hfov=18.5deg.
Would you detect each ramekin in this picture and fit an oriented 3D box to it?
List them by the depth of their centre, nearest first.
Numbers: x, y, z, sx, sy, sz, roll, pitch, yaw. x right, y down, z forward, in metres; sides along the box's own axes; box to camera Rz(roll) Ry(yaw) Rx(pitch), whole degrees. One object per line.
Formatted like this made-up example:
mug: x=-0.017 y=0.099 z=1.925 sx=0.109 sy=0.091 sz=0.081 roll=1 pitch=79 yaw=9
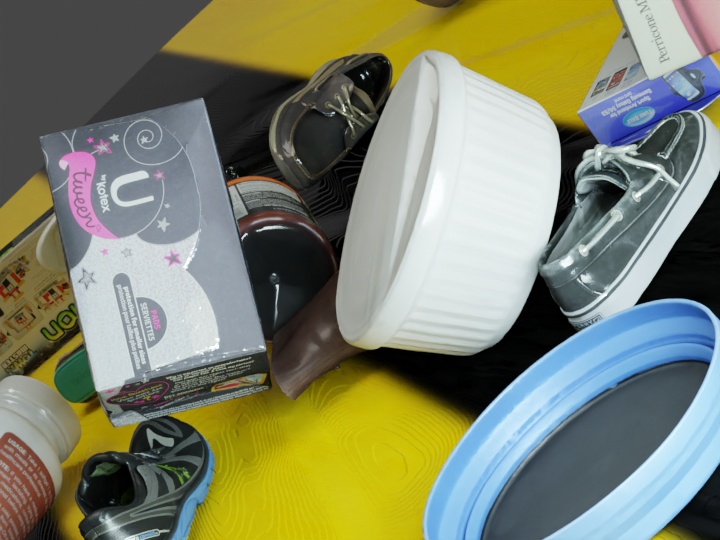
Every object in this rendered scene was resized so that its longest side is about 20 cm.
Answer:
ramekin: x=0.059 y=-0.037 z=1.448 sx=0.202 sy=0.093 sz=0.204 roll=-165 pitch=90 yaw=-78

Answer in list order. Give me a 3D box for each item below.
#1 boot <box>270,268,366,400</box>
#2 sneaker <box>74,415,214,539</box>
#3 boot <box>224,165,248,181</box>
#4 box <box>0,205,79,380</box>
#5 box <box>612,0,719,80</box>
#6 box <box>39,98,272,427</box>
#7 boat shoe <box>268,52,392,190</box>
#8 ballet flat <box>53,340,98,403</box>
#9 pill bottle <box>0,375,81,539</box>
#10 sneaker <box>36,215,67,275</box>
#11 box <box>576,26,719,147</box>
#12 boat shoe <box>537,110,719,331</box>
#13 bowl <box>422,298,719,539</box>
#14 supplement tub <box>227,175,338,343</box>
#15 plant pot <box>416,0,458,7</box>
boot: x=0.000 y=0.000 z=1.634 sx=0.166 sy=0.072 sz=0.200 roll=-35 pitch=22 yaw=14
sneaker: x=-0.158 y=0.151 z=1.588 sx=0.071 sy=0.083 sz=0.200 roll=-36 pitch=16 yaw=18
boot: x=-0.165 y=-0.029 z=2.059 sx=0.168 sy=0.077 sz=0.200 roll=-35 pitch=10 yaw=-1
box: x=-0.320 y=0.018 z=2.213 sx=0.200 sy=0.110 sz=0.035 roll=-40 pitch=17 yaw=3
box: x=0.256 y=-0.237 z=1.490 sx=0.199 sy=0.128 sz=0.109 roll=-23 pitch=27 yaw=9
box: x=-0.151 y=-0.005 z=1.621 sx=0.131 sy=0.202 sz=0.115 roll=-13 pitch=-18 yaw=-4
boat shoe: x=-0.025 y=-0.150 z=2.053 sx=0.073 sy=0.075 sz=0.201 roll=-29 pitch=22 yaw=35
ballet flat: x=-0.194 y=0.054 z=1.939 sx=0.199 sy=0.068 sz=0.067 roll=-26 pitch=6 yaw=37
pill bottle: x=-0.314 y=0.183 z=1.797 sx=0.112 sy=0.112 sz=0.200 roll=-23 pitch=24 yaw=45
sneaker: x=-0.226 y=-0.055 z=2.008 sx=0.200 sy=0.071 sz=0.099 roll=-41 pitch=14 yaw=-28
box: x=0.232 y=-0.165 z=1.598 sx=0.119 sy=0.042 sz=0.200 roll=-26 pitch=21 yaw=39
boat shoe: x=0.167 y=-0.048 z=1.404 sx=0.073 sy=0.068 sz=0.200 roll=-18 pitch=29 yaw=51
bowl: x=0.122 y=0.098 z=1.194 sx=0.200 sy=0.039 sz=0.201 roll=-37 pitch=17 yaw=14
supplement tub: x=-0.082 y=-0.016 z=1.794 sx=0.107 sy=0.107 sz=0.200 roll=-40 pitch=17 yaw=2
plant pot: x=0.094 y=-0.360 z=2.163 sx=0.175 sy=0.200 sz=0.201 roll=-50 pitch=11 yaw=31
